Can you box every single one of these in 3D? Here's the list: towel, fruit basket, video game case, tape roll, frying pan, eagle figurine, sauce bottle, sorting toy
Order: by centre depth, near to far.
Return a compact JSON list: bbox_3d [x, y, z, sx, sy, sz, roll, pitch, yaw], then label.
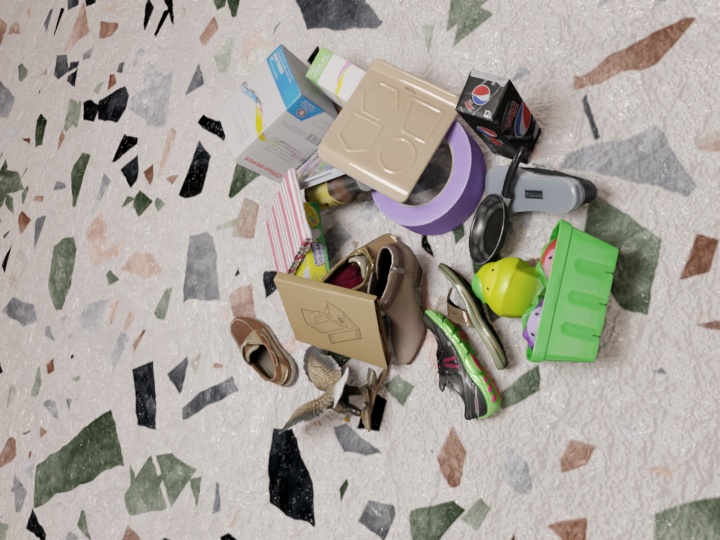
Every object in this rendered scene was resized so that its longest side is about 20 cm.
[{"bbox_3d":[0.263,0.030,0.862,0.208,0.155,0.224,-1,85,13],"label":"fruit basket"},{"bbox_3d":[0.221,-0.104,0.931,0.115,0.030,0.196,-135,58,-72],"label":"frying pan"},{"bbox_3d":[0.048,-0.236,0.958,0.182,0.037,0.203,29,83,17],"label":"sorting toy"},{"bbox_3d":[0.118,-0.170,1.010,0.195,0.084,0.207,-6,79,31],"label":"tape roll"},{"bbox_3d":[-0.060,0.228,1.033,0.194,0.151,0.156,4,104,26],"label":"eagle figurine"},{"bbox_3d":[-0.041,-0.155,1.071,0.198,0.063,0.067,-1,80,61],"label":"sauce bottle"},{"bbox_3d":[-0.048,-0.212,1.079,0.197,0.018,0.144,-10,35,45],"label":"video game case"},{"bbox_3d":[-0.136,-0.080,1.089,0.200,0.029,0.150,-51,51,56],"label":"towel"}]

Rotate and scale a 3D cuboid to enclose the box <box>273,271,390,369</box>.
[{"bbox_3d":[-0.047,0.085,0.981,0.195,0.166,0.021,13,48,27],"label":"box"}]

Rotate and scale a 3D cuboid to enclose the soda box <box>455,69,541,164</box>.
[{"bbox_3d":[0.220,-0.233,0.889,0.070,0.198,0.065,26,95,31],"label":"soda box"}]

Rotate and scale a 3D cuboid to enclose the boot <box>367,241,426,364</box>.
[{"bbox_3d":[0.058,0.056,0.973,0.068,0.145,0.207,1,82,29],"label":"boot"}]

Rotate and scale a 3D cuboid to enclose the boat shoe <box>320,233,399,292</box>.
[{"bbox_3d":[0.000,0.000,1.020,0.074,0.067,0.199,43,73,15],"label":"boat shoe"}]

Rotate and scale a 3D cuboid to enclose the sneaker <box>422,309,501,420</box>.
[{"bbox_3d":[0.151,0.153,0.941,0.083,0.076,0.203,-37,63,18],"label":"sneaker"}]

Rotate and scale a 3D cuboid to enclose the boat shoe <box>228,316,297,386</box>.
[{"bbox_3d":[-0.209,0.159,1.164,0.198,0.071,0.077,35,100,31],"label":"boat shoe"}]

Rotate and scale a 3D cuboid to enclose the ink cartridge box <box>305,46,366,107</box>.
[{"bbox_3d":[0.000,-0.335,1.089,0.199,0.116,0.068,40,98,30],"label":"ink cartridge box"}]

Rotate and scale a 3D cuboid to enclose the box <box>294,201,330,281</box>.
[{"bbox_3d":[-0.106,-0.041,1.117,0.117,0.047,0.206,138,122,-62],"label":"box"}]

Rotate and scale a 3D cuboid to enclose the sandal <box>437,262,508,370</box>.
[{"bbox_3d":[0.174,0.075,0.936,0.057,0.079,0.205,-32,67,17],"label":"sandal"}]

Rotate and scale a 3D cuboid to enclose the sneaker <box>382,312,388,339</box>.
[{"bbox_3d":[-0.031,0.113,1.061,0.196,0.074,0.087,-15,88,37],"label":"sneaker"}]

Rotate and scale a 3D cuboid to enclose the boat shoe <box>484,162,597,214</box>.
[{"bbox_3d":[0.283,-0.134,0.907,0.198,0.066,0.076,15,115,59],"label":"boat shoe"}]

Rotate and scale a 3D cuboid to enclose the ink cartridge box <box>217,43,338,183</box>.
[{"bbox_3d":[-0.167,-0.313,1.170,0.198,0.146,0.148,-36,62,22],"label":"ink cartridge box"}]
